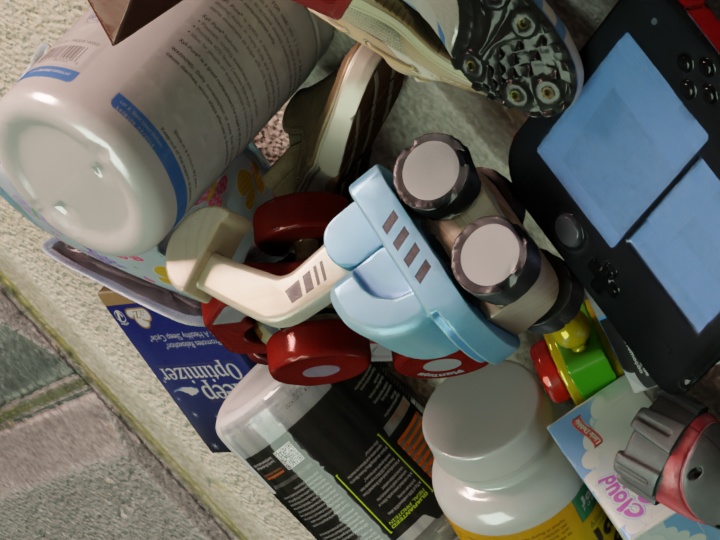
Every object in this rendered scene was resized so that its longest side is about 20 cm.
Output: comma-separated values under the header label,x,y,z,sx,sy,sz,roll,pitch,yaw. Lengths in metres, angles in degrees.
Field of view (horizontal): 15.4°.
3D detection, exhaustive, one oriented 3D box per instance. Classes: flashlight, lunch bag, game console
label,x,y,z,sx,sy,sz,roll,pitch,yaw
flashlight,0.246,0.141,1.541,0.200,0.068,0.068,29,102,22
lunch bag,-0.144,-0.044,1.827,0.169,0.127,0.200,24,169,26
game console,0.169,-0.045,1.466,0.177,0.031,0.200,58,145,16

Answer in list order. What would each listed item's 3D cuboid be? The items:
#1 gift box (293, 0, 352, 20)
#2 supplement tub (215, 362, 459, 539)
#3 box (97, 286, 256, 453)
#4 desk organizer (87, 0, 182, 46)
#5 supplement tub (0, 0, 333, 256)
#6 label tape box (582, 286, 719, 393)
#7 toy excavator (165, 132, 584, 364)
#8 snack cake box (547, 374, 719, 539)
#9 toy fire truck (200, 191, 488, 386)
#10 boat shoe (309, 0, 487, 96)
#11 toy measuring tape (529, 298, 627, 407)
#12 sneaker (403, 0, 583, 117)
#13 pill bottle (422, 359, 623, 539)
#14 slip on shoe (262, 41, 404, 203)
label,x,y,z,sx,sy,sz,roll,pitch,yaw
gift box,-0.023,-0.261,1.397,0.199,0.187,0.185,25,148,-13
supplement tub,0.002,0.140,1.911,0.200,0.123,0.122,47,147,-9
box,-0.105,0.081,2.035,0.121,0.032,0.200,-6,127,49
desk organizer,-0.105,-0.207,1.513,0.072,0.200,0.077,33,125,10
supplement tub,-0.121,-0.117,1.651,0.132,0.200,0.132,27,146,21
label tape box,0.201,-0.025,1.517,0.200,0.066,0.144,-27,88,58
toy excavator,0.000,0.000,1.575,0.195,0.200,0.100,56,-169,25
snack cake box,0.206,0.170,1.702,0.200,0.067,0.115,54,-177,-44
toy fire truck,-0.007,0.028,1.737,0.199,0.113,0.168,-2,160,-16
boat shoe,0.040,-0.148,1.575,0.200,0.072,0.065,29,155,21
toy measuring tape,0.157,0.071,1.736,0.073,0.074,0.200,19,160,30
sneaker,0.060,-0.164,1.501,0.200,0.072,0.072,46,127,23
pill bottle,0.115,0.153,1.797,0.112,0.113,0.200,12,146,37
slip on shoe,-0.021,-0.094,1.701,0.060,0.076,0.200,35,155,8
